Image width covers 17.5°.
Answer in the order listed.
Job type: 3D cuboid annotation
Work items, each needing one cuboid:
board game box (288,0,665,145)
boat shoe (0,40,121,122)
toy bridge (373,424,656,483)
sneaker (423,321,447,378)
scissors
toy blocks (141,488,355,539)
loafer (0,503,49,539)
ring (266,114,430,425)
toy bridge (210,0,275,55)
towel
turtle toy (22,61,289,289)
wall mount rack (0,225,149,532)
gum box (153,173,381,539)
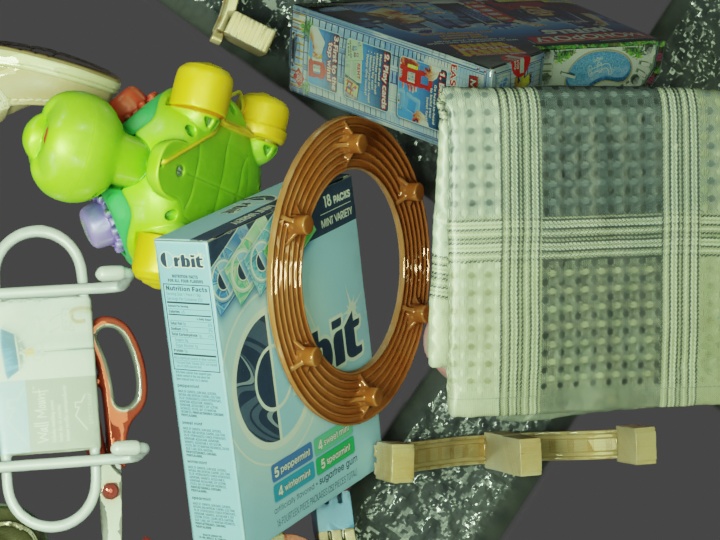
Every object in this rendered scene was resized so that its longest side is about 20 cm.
[{"bbox_3d":[0.082,-0.125,1.495,0.199,0.200,0.062,-5,110,-23],"label":"board game box"},{"bbox_3d":[-0.254,-0.115,1.492,0.199,0.072,0.065,6,98,-11],"label":"boat shoe"},{"bbox_3d":[0.102,0.122,1.577,0.199,0.067,0.027,-2,91,-20],"label":"toy bridge"},{"bbox_3d":[0.148,0.063,1.565,0.199,0.105,0.076,4,102,-13],"label":"sneaker"},{"bbox_3d":[-0.159,0.132,1.542,0.073,0.014,0.201,-17,93,-15],"label":"scissors"},{"bbox_3d":[-0.073,0.209,1.531,0.199,0.100,0.137,-7,80,-9],"label":"toy blocks"},{"bbox_3d":[-0.229,0.250,1.497,0.075,0.070,0.201,2,90,-14],"label":"loafer"},{"bbox_3d":[0.000,0.000,1.508,0.019,0.200,0.201,3,95,31],"label":"ring"},{"bbox_3d":[-0.055,-0.241,1.550,0.067,0.027,0.201,26,84,-13],"label":"toy bridge"},{"bbox_3d":[0.135,-0.010,1.401,0.192,0.035,0.201,-1,95,-16],"label":"towel"},{"bbox_3d":[-0.131,-0.061,1.480,0.101,0.200,0.146,9,83,29],"label":"turtle toy"},{"bbox_3d":[-0.225,0.064,1.479,0.173,0.075,0.201,-4,79,-13],"label":"wall mount rack"},{"bbox_3d":[-0.054,0.055,1.481,0.170,0.044,0.201,-28,116,-55],"label":"gum box"}]
